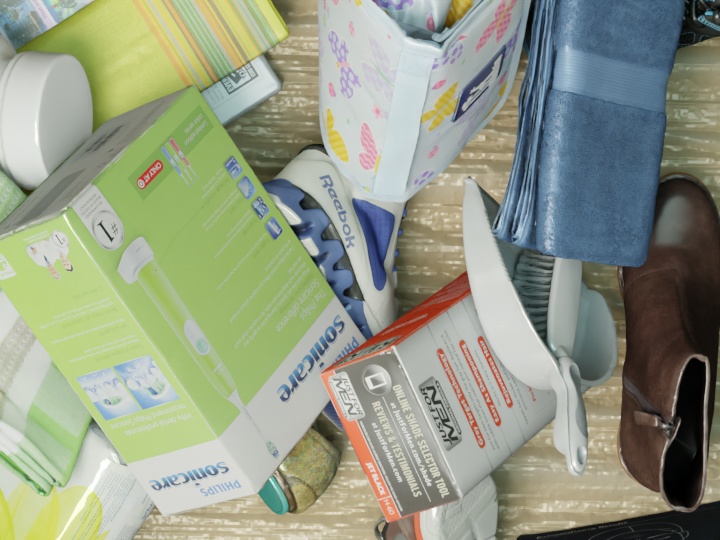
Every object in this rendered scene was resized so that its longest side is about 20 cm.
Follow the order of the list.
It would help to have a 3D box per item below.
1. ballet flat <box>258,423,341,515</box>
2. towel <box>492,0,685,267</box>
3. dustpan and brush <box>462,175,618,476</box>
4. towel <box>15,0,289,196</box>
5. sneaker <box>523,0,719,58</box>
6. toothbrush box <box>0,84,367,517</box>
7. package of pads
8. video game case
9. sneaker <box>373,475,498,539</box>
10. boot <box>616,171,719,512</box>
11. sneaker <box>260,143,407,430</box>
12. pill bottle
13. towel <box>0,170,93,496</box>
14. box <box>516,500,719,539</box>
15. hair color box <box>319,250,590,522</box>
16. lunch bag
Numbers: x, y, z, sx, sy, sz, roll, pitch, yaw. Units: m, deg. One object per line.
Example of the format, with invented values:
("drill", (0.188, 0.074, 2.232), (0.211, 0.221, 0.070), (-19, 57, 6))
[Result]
("ballet flat", (-0.084, 0.064, 1.546), (0.071, 0.071, 0.200), (-38, 95, 1))
("towel", (0.141, -0.103, 1.453), (0.112, 0.049, 0.200), (10, 87, -44))
("dustpan and brush", (0.115, 0.044, 1.452), (0.057, 0.200, 0.140), (-22, 134, 34))
("towel", (-0.149, -0.132, 1.523), (0.200, 0.018, 0.086), (-32, 90, 2))
("sneaker", (0.198, -0.175, 1.523), (0.200, 0.082, 0.073), (-18, 97, 0))
("toothbrush box", (-0.106, 0.018, 1.412), (0.086, 0.146, 0.200), (-20, 112, 41))
("package of pads", (-0.221, 0.132, 1.486), (0.200, 0.068, 0.155), (35, 95, 39))
("video game case", (-0.178, -0.152, 1.539), (0.182, 0.024, 0.200), (-32, 96, 1))
("sneaker", (0.048, 0.201, 1.564), (0.077, 0.082, 0.200), (-20, 117, -40))
("boot", (0.202, 0.042, 1.499), (0.072, 0.166, 0.200), (6, 95, -3))
("sneaker", (0.000, -0.001, 1.523), (0.115, 0.081, 0.200), (-52, 129, -38))
("pill bottle", (-0.269, -0.095, 1.467), (0.200, 0.112, 0.112), (3, 95, 17))
("towel", (-0.212, 0.013, 1.376), (0.200, 0.031, 0.149), (45, 49, -29))
("box", (0.185, 0.221, 1.497), (0.148, 0.200, 0.107), (-10, 96, -1))
("hair color box", (0.064, 0.065, 1.481), (0.061, 0.200, 0.102), (-21, 96, 34))
("lunch bag", (0.036, -0.159, 1.437), (0.127, 0.170, 0.200), (6, 56, -2))
